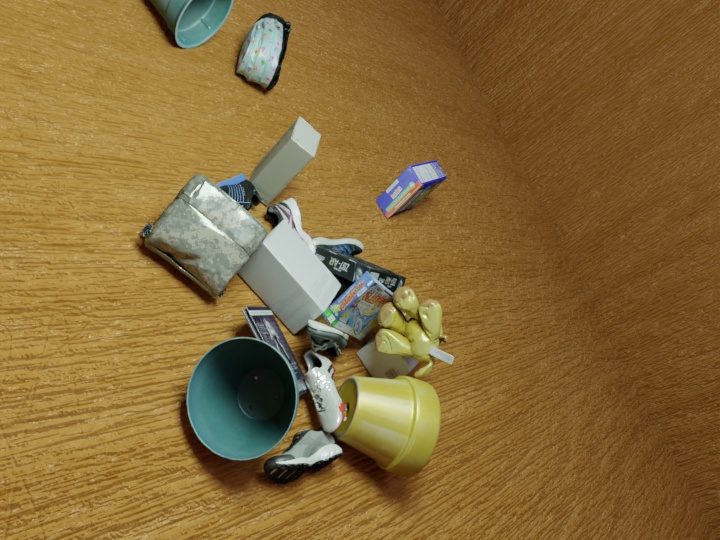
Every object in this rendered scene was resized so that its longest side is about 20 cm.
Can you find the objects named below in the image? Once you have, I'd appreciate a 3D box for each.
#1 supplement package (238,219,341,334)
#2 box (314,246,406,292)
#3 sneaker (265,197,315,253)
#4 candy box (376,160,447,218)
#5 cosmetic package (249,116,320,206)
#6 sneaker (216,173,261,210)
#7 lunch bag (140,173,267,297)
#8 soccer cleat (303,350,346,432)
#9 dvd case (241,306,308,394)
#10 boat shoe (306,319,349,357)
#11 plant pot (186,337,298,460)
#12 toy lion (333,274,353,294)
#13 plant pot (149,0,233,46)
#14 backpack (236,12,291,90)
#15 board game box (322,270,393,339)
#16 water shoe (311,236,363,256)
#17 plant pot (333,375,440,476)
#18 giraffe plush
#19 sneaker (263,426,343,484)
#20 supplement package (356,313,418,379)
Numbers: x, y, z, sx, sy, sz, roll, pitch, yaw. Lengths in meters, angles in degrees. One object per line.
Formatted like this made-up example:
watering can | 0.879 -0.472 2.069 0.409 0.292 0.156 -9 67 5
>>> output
supplement package | -0.160 0.015 1.337 0.201 0.116 0.118 49 35 -11
box | 0.000 0.000 1.438 0.157 0.045 0.199 23 4 29
sneaker | -0.175 -0.073 1.445 0.085 0.080 0.204 -12 68 -33
candy box | 0.165 -0.263 1.912 0.078 0.169 0.198 54 35 8
cosmetic package | -0.189 -0.263 1.454 0.073 0.199 0.105 36 39 -22
sneaker | -0.295 -0.156 1.353 0.078 0.070 0.200 47 35 -2
lunch bag | -0.314 -0.066 1.197 0.199 0.138 0.170 41 67 -20
soccer cleat | -0.081 0.250 1.252 0.085 0.068 0.202 45 17 -33
dvd case | -0.170 0.166 1.232 0.204 0.016 0.149 62 6 7
boat shoe | -0.074 0.154 1.314 0.071 0.063 0.200 21 -7 17
plant pot | -0.196 0.226 1.084 0.204 0.197 0.135 61 2 10
toy lion | 0.018 0.054 1.529 0.188 0.070 0.200 27 12 8
plant pot | -0.458 -0.717 1.521 0.197 0.200 0.200 46 35 2
backpack | -0.276 -0.610 1.692 0.123 0.168 0.204 15 51 -16
board game box | 0.007 0.084 1.349 0.035 0.135 0.200 49 5 25
water shoe | -0.067 -0.036 1.542 0.196 0.071 0.081 0 70 -43
plant pot | 0.044 0.317 1.285 0.185 0.201 0.205 20 46 -21
giraffe plush | 0.141 0.138 1.390 0.199 0.174 0.162 41 12 9
sneaker | -0.119 0.354 1.160 0.198 0.074 0.080 4 49 -56
supplement package | 0.099 0.186 1.514 0.111 0.113 0.199 54 36 1
